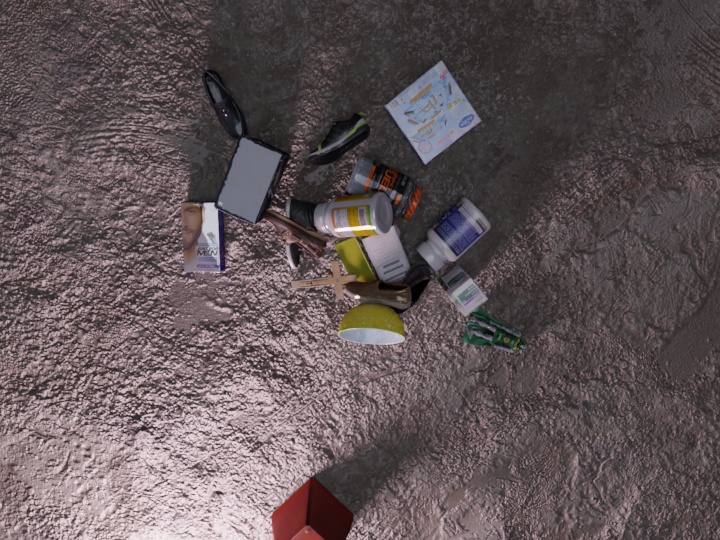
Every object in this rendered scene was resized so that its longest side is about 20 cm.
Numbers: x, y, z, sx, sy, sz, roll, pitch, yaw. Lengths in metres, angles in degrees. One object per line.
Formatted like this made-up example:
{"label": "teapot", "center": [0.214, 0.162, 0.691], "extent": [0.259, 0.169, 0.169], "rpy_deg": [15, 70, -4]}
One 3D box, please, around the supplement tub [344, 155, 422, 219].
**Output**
{"label": "supplement tub", "center": [0.065, -0.226, 1.487], "extent": [0.198, 0.123, 0.124], "rpy_deg": [24, 99, -5]}

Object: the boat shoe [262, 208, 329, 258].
{"label": "boat shoe", "center": [-0.182, -0.099, 1.463], "extent": [0.198, 0.070, 0.071], "rpy_deg": [28, 92, -17]}

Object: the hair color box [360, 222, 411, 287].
{"label": "hair color box", "center": [0.077, -0.044, 1.513], "extent": [0.099, 0.061, 0.201], "rpy_deg": [-23, 124, 4]}

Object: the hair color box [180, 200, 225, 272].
{"label": "hair color box", "center": [-0.453, -0.098, 1.538], "extent": [0.107, 0.065, 0.203], "rpy_deg": [0, 99, 0]}

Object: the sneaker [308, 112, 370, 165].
{"label": "sneaker", "center": [-0.065, -0.373, 1.499], "extent": [0.198, 0.072, 0.084], "rpy_deg": [-29, 75, 4]}

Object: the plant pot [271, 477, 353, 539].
{"label": "plant pot", "center": [-0.155, 0.814, 1.648], "extent": [0.200, 0.176, 0.200], "rpy_deg": [-44, 97, 7]}

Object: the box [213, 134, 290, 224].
{"label": "box", "center": [-0.289, -0.247, 1.443], "extent": [0.123, 0.197, 0.202], "rpy_deg": [23, 100, -4]}

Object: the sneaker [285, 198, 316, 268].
{"label": "sneaker", "center": [-0.162, -0.105, 1.533], "extent": [0.098, 0.071, 0.203], "rpy_deg": [0, 96, 5]}

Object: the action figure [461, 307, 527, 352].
{"label": "action figure", "center": [0.415, 0.197, 1.604], "extent": [0.198, 0.055, 0.120], "rpy_deg": [21, 97, -8]}

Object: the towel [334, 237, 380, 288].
{"label": "towel", "center": [0.000, 0.000, 1.557], "extent": [0.085, 0.018, 0.202], "rpy_deg": [-19, 104, 35]}

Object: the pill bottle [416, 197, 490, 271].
{"label": "pill bottle", "center": [0.259, -0.097, 1.513], "extent": [0.200, 0.120, 0.120], "rpy_deg": [-43, 98, 6]}

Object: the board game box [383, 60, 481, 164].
{"label": "board game box", "center": [0.201, -0.438, 1.490], "extent": [0.199, 0.041, 0.201], "rpy_deg": [-36, 98, 6]}

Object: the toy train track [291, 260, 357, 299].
{"label": "toy train track", "center": [-0.106, 0.029, 1.579], "extent": [0.197, 0.033, 0.117], "rpy_deg": [-6, 103, 9]}

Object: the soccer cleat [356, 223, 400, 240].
{"label": "soccer cleat", "center": [0.017, -0.105, 1.538], "extent": [0.197, 0.069, 0.079], "rpy_deg": [5, 104, -4]}

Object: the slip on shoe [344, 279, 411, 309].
{"label": "slip on shoe", "center": [0.049, 0.053, 1.495], "extent": [0.197, 0.076, 0.061], "rpy_deg": [15, 125, 22]}

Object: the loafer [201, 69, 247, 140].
{"label": "loafer", "center": [-0.379, -0.454, 1.469], "extent": [0.067, 0.070, 0.203], "rpy_deg": [-26, 99, 5]}

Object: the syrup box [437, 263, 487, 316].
{"label": "syrup box", "center": [0.283, 0.051, 1.499], "extent": [0.079, 0.200, 0.082], "rpy_deg": [-40, 98, 7]}

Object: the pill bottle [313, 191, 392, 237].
{"label": "pill bottle", "center": [-0.022, -0.147, 1.433], "extent": [0.197, 0.111, 0.113], "rpy_deg": [-1, 102, 30]}

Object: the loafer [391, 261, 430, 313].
{"label": "loafer", "center": [0.144, 0.063, 1.526], "extent": [0.071, 0.063, 0.201], "rpy_deg": [2, 134, -26]}

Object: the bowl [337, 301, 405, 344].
{"label": "bowl", "center": [0.036, 0.141, 1.539], "extent": [0.197, 0.200, 0.109], "rpy_deg": [6, 71, -1]}
